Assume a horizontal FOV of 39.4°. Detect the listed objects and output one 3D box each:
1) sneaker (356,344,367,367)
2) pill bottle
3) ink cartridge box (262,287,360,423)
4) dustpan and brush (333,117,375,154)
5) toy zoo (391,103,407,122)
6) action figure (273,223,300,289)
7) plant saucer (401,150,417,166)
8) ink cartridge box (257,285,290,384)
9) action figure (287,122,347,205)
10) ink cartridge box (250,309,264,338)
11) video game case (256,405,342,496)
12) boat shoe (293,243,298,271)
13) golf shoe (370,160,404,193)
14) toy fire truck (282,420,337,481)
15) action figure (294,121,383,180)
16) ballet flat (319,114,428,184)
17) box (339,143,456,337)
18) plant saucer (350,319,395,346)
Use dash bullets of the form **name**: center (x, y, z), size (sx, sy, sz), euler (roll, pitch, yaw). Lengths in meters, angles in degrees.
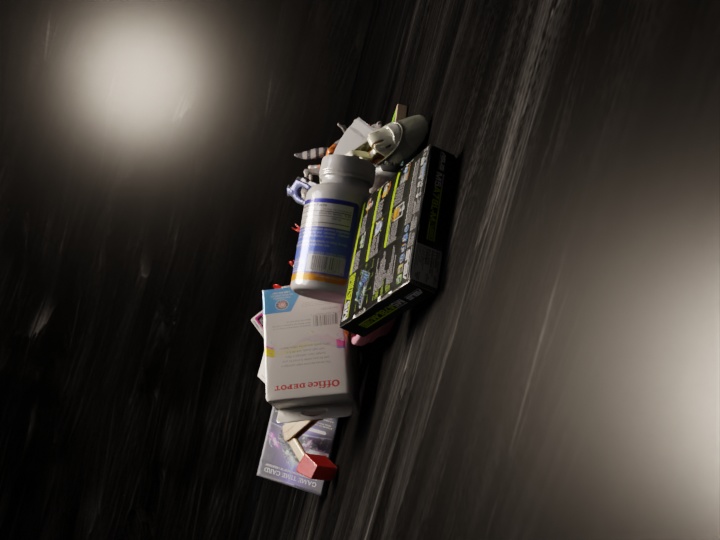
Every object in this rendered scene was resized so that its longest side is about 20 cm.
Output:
- **sneaker**: center (-0.027, 0.103, 1.698), size (0.200, 0.079, 0.130), euler (-86, 13, -54)
- **pill bottle**: center (-0.033, -0.060, 1.462), size (0.112, 0.111, 0.202), euler (134, 146, -77)
- **ink cartridge box**: center (-0.074, 0.137, 1.548), size (0.125, 0.127, 0.202), euler (65, -159, -69)
- **dustpan and brush**: center (-0.021, -0.139, 1.677), size (0.200, 0.057, 0.140), euler (-49, 47, 3)
- **toy zoo**: center (0.049, -0.201, 1.923), size (0.201, 0.020, 0.132), euler (111, 170, -48)
- **action figure**: center (-0.121, -0.015, 1.936), size (0.200, 0.098, 0.066), euler (-45, -30, -41)
- **plant saucer**: center (0.060, -0.135, 1.672), size (0.200, 0.027, 0.202), euler (-167, 90, -84)
- **ink cartridge box**: center (-0.094, 0.125, 1.879), size (0.084, 0.143, 0.202), euler (37, 121, 36)
- **action figure**: center (-0.020, -0.135, 1.764), size (0.104, 0.199, 0.195), euler (6, -65, -56)
- **ink cartridge box**: center (-0.109, 0.074, 1.966), size (0.199, 0.095, 0.037), euler (-39, 6, -22)
- **video game case**: center (-0.101, 0.279, 1.770), size (0.019, 0.142, 0.202), euler (20, -99, -59)
- **boat shoe**: center (-0.083, 0.001, 1.706), size (0.202, 0.060, 0.073), euler (-124, 18, -59)
- **golf shoe**: center (0.008, -0.094, 1.556), size (0.199, 0.077, 0.095), euler (-33, 49, 42)
- **toy fire truck**: center (-0.096, 0.252, 1.712), size (0.199, 0.048, 0.142), euler (31, 102, 48)
- **action figure**: center (-0.031, -0.235, 1.994), size (0.105, 0.192, 0.200), euler (61, -174, 5)
- **ballet flat**: center (0.018, -0.182, 1.581), size (0.199, 0.064, 0.068), euler (-36, 55, 20)
- **box**: center (0.047, -0.035, 1.307), size (0.193, 0.047, 0.202), euler (-40, 35, 56)
- **plant saucer**: center (0.033, 0.016, 1.492), size (0.200, 0.050, 0.203), euler (-166, 90, -83)
